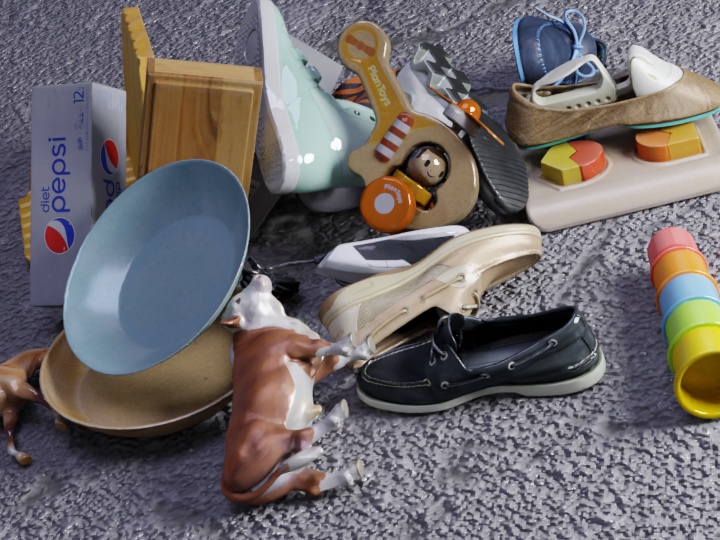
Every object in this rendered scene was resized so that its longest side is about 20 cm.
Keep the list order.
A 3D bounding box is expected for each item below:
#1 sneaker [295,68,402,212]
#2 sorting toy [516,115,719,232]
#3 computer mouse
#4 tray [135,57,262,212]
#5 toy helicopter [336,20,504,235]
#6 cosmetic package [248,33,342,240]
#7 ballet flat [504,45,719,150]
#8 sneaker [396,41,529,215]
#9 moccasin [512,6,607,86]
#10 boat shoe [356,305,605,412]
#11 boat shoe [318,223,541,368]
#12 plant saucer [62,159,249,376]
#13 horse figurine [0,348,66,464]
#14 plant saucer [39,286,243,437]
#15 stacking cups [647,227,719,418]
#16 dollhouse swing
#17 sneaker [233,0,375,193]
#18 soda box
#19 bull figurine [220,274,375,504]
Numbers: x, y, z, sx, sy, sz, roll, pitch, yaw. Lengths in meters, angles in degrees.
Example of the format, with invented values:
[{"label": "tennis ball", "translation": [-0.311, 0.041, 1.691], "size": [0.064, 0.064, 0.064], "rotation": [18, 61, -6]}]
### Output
[{"label": "sneaker", "translation": [-0.006, -0.125, 1.726], "size": [0.200, 0.078, 0.112], "rotation": [-41, 25, -25]}, {"label": "sorting toy", "translation": [0.229, -0.118, 1.626], "size": [0.184, 0.037, 0.201], "rotation": [-13, 33, 6]}, {"label": "computer mouse", "translation": [0.000, 0.000, 1.527], "size": [0.198, 0.044, 0.110], "rotation": [-10, -9, 3]}, {"label": "tray", "translation": [-0.146, -0.084, 1.574], "size": [0.098, 0.201, 0.037], "rotation": [4, 30, -9]}, {"label": "toy helicopter", "translation": [0.042, -0.130, 1.546], "size": [0.132, 0.201, 0.079], "rotation": [-28, -15, 14]}, {"label": "cosmetic package", "translation": [-0.094, -0.131, 1.713], "size": [0.090, 0.107, 0.201], "rotation": [29, 37, -10]}, {"label": "ballet flat", "translation": [0.223, -0.160, 1.598], "size": [0.198, 0.073, 0.068], "rotation": [-9, 30, 14]}, {"label": "sneaker", "translation": [0.082, -0.107, 1.616], "size": [0.089, 0.074, 0.201], "rotation": [-48, 48, 24]}, {"label": "moccasin", "translation": [0.190, -0.213, 1.695], "size": [0.068, 0.081, 0.200], "rotation": [-5, 10, 18]}, {"label": "boat shoe", "translation": [0.086, 0.062, 1.392], "size": [0.198, 0.066, 0.075], "rotation": [-4, 36, 21]}, {"label": "boat shoe", "translation": [0.066, 0.023, 1.472], "size": [0.199, 0.071, 0.065], "rotation": [-23, 66, -11]}, {"label": "plant saucer", "translation": [-0.162, 0.003, 1.499], "size": [0.200, 0.039, 0.202], "rotation": [-21, 51, 27]}, {"label": "horse figurine", "translation": [-0.331, 0.125, 1.508], "size": [0.199, 0.050, 0.133], "rotation": [-21, 40, -12]}, {"label": "plant saucer", "translation": [-0.168, 0.080, 1.504], "size": [0.199, 0.036, 0.201], "rotation": [-8, 35, 6]}, {"label": "stacking cups", "translation": [0.252, 0.035, 1.376], "size": [0.060, 0.061, 0.200], "rotation": [-13, 28, 6]}, {"label": "dollhouse swing", "translation": [-0.269, -0.130, 1.748], "size": [0.180, 0.177, 0.200], "rotation": [-19, 33, -3]}, {"label": "sneaker", "translation": [-0.044, -0.155, 1.628], "size": [0.117, 0.074, 0.202], "rotation": [1, 61, -28]}, {"label": "soda box", "translation": [-0.255, -0.066, 1.628], "size": [0.068, 0.202, 0.063], "rotation": [-2, -3, 23]}, {"label": "bull figurine", "translation": [-0.056, 0.091, 1.389], "size": [0.121, 0.065, 0.201], "rotation": [-11, 53, 19]}]
